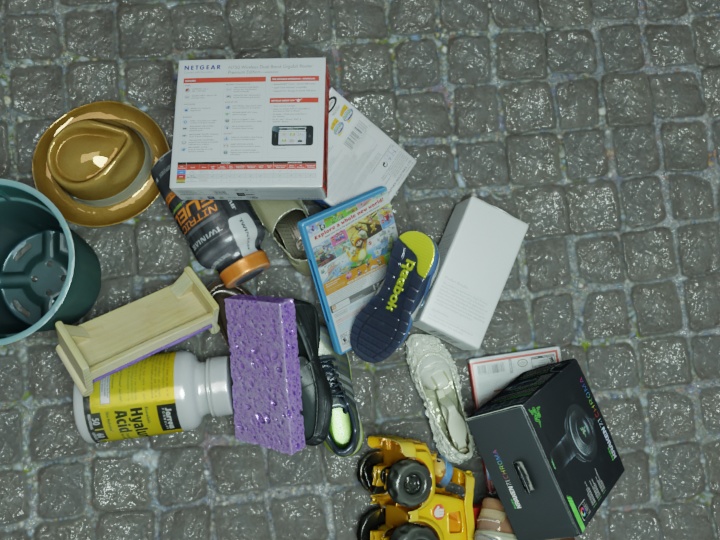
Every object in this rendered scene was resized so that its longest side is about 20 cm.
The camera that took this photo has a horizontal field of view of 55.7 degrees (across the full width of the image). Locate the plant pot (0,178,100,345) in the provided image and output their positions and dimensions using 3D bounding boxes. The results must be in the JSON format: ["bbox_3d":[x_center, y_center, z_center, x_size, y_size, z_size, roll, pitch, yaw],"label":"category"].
[{"bbox_3d":[-0.444,0.000,0.895,0.199,0.196,0.201,0,84,-4],"label":"plant pot"}]

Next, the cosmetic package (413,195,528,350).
[{"bbox_3d":[0.156,0.005,0.997,0.101,0.074,0.201,27,79,-9],"label":"cosmetic package"}]

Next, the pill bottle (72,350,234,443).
[{"bbox_3d":[-0.278,0.170,0.937,0.199,0.111,0.112,-7,85,-5],"label":"pill bottle"}]

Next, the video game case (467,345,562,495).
[{"bbox_3d":[0.244,0.222,1.019,0.142,0.017,0.201,-7,85,-5],"label":"video game case"}]

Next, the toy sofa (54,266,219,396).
[{"bbox_3d":[-0.293,0.086,0.909,0.200,0.098,0.083,-26,62,-33],"label":"toy sofa"}]

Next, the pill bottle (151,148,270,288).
[{"bbox_3d":[-0.204,-0.076,0.964,0.106,0.106,0.201,-30,85,-6],"label":"pill bottle"}]

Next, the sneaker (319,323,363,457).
[{"bbox_3d":[-0.038,0.171,0.970,0.074,0.081,0.201,-18,86,-6],"label":"sneaker"}]

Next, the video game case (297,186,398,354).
[{"bbox_3d":[0.000,0.000,0.957,0.143,0.018,0.201,-26,114,-26],"label":"video game case"}]

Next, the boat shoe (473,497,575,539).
[{"bbox_3d":[0.236,0.355,0.947,0.200,0.076,0.072,25,60,-39],"label":"boat shoe"}]

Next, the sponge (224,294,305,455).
[{"bbox_3d":[-0.127,0.133,0.895,0.111,0.030,0.201,4,102,39],"label":"sponge"}]

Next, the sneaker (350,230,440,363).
[{"bbox_3d":[0.055,0.039,0.942,0.074,0.082,0.201,32,105,13],"label":"sneaker"}]

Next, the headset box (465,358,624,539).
[{"bbox_3d":[0.247,0.236,0.908,0.200,0.093,0.175,-18,84,-50],"label":"headset box"}]

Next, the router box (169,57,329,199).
[{"bbox_3d":[-0.141,-0.185,0.894,0.199,0.049,0.180,1,78,4],"label":"router box"}]

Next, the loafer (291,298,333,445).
[{"bbox_3d":[-0.085,0.135,0.921,0.068,0.070,0.201,-22,67,32],"label":"loafer"}]

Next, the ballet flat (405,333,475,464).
[{"bbox_3d":[0.123,0.184,0.990,0.071,0.072,0.201,-20,86,-6],"label":"ballet flat"}]

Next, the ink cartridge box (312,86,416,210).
[{"bbox_3d":[-0.038,-0.164,0.973,0.200,0.076,0.137,37,81,-22],"label":"ink cartridge box"}]

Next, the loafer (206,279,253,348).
[{"bbox_3d":[-0.154,0.096,0.973,0.073,0.071,0.200,-37,88,-7],"label":"loafer"}]

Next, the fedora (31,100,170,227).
[{"bbox_3d":[-0.377,-0.160,0.973,0.200,0.082,0.202,0,85,-5],"label":"fedora"}]

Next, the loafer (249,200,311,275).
[{"bbox_3d":[-0.112,-0.086,0.994,0.076,0.068,0.200,-35,88,-7],"label":"loafer"}]

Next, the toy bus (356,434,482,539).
[{"bbox_3d":[0.103,0.329,0.950,0.191,0.136,0.201,1,82,-21],"label":"toy bus"}]
